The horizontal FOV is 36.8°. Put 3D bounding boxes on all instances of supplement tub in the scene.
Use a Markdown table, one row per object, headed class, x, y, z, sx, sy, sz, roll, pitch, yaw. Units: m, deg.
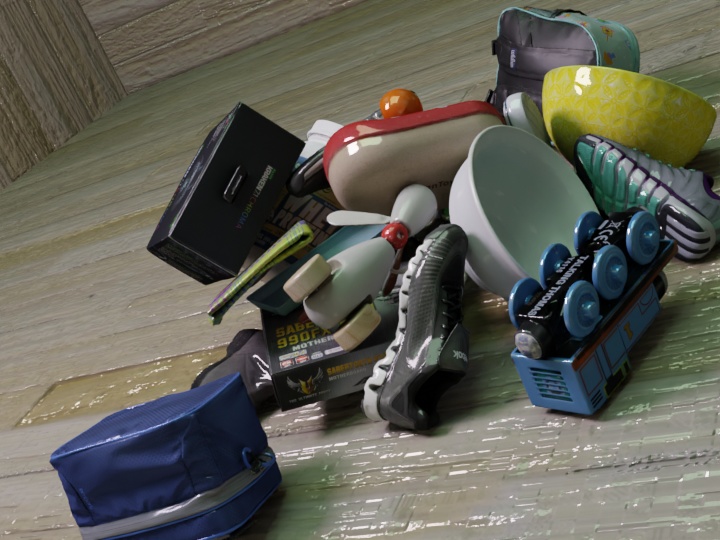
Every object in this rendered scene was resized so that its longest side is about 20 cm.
| class | x | y | z | sx | sy | sz | roll | pitch | yaw |
| --- | --- | --- | --- | --- | --- | --- | --- | --- | --- |
| supplement tub | -0.051 | -0.067 | 1.338 | 0.144 | 0.144 | 0.202 | 14 | 74 | 60 |

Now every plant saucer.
| class | x | y | z | sx | sy | sz | roll | pitch | yaw |
| --- | --- | --- | --- | --- | --- | --- | --- | --- | --- |
| plant saucer | -0.031 | -0.013 | 1.188 | 0.199 | 0.019 | 0.069 | -36 | 26 | -27 |

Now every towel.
| class | x | y | z | sx | sy | sz | roll | pitch | yaw |
| --- | --- | --- | --- | --- | --- | --- | --- | --- | --- |
| towel | -0.106 | -0.001 | 1.161 | 0.143 | 0.023 | 0.200 | -42 | 6 | -2 |

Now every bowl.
| class | x | y | z | sx | sy | sz | roll | pitch | yaw |
| --- | --- | --- | --- | --- | --- | --- | --- | --- | --- |
| bowl | 0.156 | -0.038 | 1.097 | 0.090 | 0.201 | 0.202 | -36 | 11 | 40 |
| bowl | 0.291 | -0.146 | 1.227 | 0.199 | 0.198 | 0.109 | 12 | 86 | 58 |

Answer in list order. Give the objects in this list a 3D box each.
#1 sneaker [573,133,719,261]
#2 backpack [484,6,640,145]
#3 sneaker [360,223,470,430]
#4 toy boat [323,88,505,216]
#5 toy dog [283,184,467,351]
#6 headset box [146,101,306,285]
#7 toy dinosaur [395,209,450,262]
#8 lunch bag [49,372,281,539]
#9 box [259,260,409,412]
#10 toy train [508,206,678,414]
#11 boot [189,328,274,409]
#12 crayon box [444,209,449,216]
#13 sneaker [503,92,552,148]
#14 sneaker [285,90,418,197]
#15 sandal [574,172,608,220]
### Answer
| class | x | y | z | sx | sy | sz | roll | pitch | yaw |
| --- | --- | --- | --- | --- | --- | --- | --- | --- | --- |
| sneaker | 0.306 | -0.084 | 1.115 | 0.087 | 0.075 | 0.200 | -22 | 47 | -21 |
| backpack | 0.277 | -0.250 | 1.420 | 0.151 | 0.179 | 0.200 | -1 | 17 | -27 |
| sneaker | 0.073 | 0.059 | 1.011 | 0.090 | 0.066 | 0.203 | 22 | 92 | 41 |
| toy boat | 0.053 | -0.141 | 1.171 | 0.197 | 0.131 | 0.132 | -13 | 57 | -12 |
| toy dog | 0.000 | 0.000 | 1.094 | 0.198 | 0.134 | 0.096 | -24 | -1 | -33 |
| headset box | -0.159 | -0.084 | 1.262 | 0.176 | 0.092 | 0.200 | -63 | 15 | -11 |
| toy dinosaur | 0.032 | -0.010 | 1.255 | 0.198 | 0.103 | 0.077 | -25 | 20 | -7 |
| lunch bag | -0.167 | 0.190 | 1.001 | 0.197 | 0.134 | 0.136 | -18 | 7 | 23 |
| box | -0.002 | 0.062 | 1.136 | 0.197 | 0.049 | 0.159 | -14 | 28 | -2 |
| toy train | 0.205 | 0.029 | 0.947 | 0.086 | 0.115 | 0.200 | 4 | 37 | 47 |
| boot | -0.102 | 0.121 | 1.175 | 0.130 | 0.070 | 0.201 | -6 | 35 | 27 |
| crayon box | 0.086 | -0.083 | 1.435 | 0.126 | 0.051 | 0.200 | -3 | 33 | 48 |
| sneaker | 0.184 | -0.119 | 1.225 | 0.070 | 0.201 | 0.074 | -14 | 52 | 16 |
| sneaker | 0.017 | -0.113 | 1.248 | 0.199 | 0.116 | 0.075 | -37 | 8 | -21 |
| sandal | 0.207 | -0.050 | 1.213 | 0.198 | 0.083 | 0.054 | -26 | -2 | 21 |
